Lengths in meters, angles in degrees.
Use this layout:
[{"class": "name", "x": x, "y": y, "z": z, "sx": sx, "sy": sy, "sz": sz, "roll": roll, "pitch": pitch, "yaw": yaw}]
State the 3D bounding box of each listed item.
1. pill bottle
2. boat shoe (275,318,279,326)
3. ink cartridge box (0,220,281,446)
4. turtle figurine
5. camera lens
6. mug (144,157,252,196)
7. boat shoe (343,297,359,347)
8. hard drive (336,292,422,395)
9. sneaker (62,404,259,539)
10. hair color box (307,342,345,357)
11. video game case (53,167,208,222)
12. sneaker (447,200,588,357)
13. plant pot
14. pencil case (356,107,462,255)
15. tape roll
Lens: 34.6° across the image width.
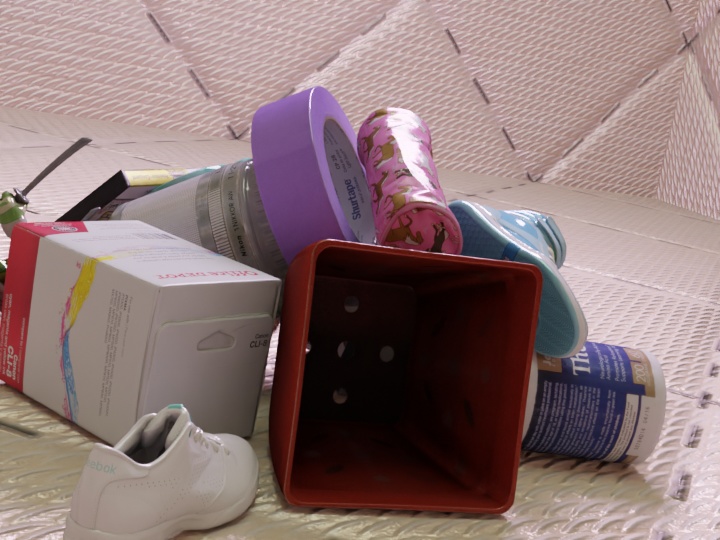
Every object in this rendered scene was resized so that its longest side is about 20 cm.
[{"class": "pill bottle", "x": 0.181, "y": 0.118, "z": 1.105, "sx": 0.197, "sy": 0.113, "sz": 0.111, "roll": 9, "pitch": 12, "yaw": -10}, {"class": "boat shoe", "x": -0.125, "y": 0.012, "z": 1.431, "sx": 0.073, "sy": 0.076, "sz": 0.202, "roll": 5, "pitch": 12, "yaw": 2}, {"class": "ink cartridge box", "x": -0.192, "y": 0.051, "z": 0.994, "sx": 0.198, "sy": 0.147, "sz": 0.144, "roll": 19, "pitch": 14, "yaw": 38}, {"class": "turtle figurine", "x": -0.356, "y": -0.025, "z": 1.166, "sx": 0.190, "sy": 0.204, "sz": 0.144, "roll": -1, "pitch": -1, "yaw": -9}, {"class": "camera lens", "x": -0.150, "y": -0.015, "z": 1.174, "sx": 0.197, "sy": 0.162, "sz": 0.160, "roll": -18, "pitch": 5, "yaw": 15}, {"class": "mug", "x": -0.194, "y": -0.050, "z": 1.424, "sx": 0.150, "sy": 0.116, "sz": 0.185, "roll": -21, "pitch": -9, "yaw": -30}, {"class": "boat shoe", "x": 0.074, "y": 0.039, "z": 1.186, "sx": 0.197, "sy": 0.060, "sz": 0.072, "roll": -9, "pitch": 25, "yaw": -7}, {"class": "hard drive", "x": 0.087, "y": 0.079, "z": 1.155, "sx": 0.197, "sy": 0.141, "sz": 0.033, "roll": 6, "pitch": 44, "yaw": -20}, {"class": "sneaker", "x": -0.126, "y": 0.133, "z": 0.811, "sx": 0.074, "sy": 0.090, "sz": 0.199, "roll": 14, "pitch": 11, "yaw": 21}, {"class": "hair color box", "x": 0.000, "y": 0.000, "z": 1.260, "sx": 0.100, "sy": 0.203, "sz": 0.061, "roll": 19, "pitch": -2, "yaw": 33}, {"class": "video game case", "x": -0.303, "y": -0.069, "z": 1.455, "sx": 0.199, "sy": 0.026, "sz": 0.180, "roll": -32, "pitch": -10, "yaw": 27}, {"class": "sneaker", "x": 0.175, "y": 0.002, "z": 1.113, "sx": 0.129, "sy": 0.080, "sz": 0.201, "roll": -1, "pitch": 42, "yaw": -44}, {"class": "plant pot", "x": 0.015, "y": 0.079, "z": 0.976, "sx": 0.197, "sy": 0.204, "sz": 0.176, "roll": 6, "pitch": 3, "yaw": -21}, {"class": "pencil case", "x": 0.044, "y": -0.077, "z": 1.111, "sx": 0.086, "sy": 0.083, "sz": 0.201, "roll": 23, "pitch": 29, "yaw": -21}, {"class": "tape roll", "x": -0.037, "y": -0.076, "z": 1.141, "sx": 0.065, "sy": 0.203, "sz": 0.200, "roll": -18, "pitch": 4, "yaw": 15}]
